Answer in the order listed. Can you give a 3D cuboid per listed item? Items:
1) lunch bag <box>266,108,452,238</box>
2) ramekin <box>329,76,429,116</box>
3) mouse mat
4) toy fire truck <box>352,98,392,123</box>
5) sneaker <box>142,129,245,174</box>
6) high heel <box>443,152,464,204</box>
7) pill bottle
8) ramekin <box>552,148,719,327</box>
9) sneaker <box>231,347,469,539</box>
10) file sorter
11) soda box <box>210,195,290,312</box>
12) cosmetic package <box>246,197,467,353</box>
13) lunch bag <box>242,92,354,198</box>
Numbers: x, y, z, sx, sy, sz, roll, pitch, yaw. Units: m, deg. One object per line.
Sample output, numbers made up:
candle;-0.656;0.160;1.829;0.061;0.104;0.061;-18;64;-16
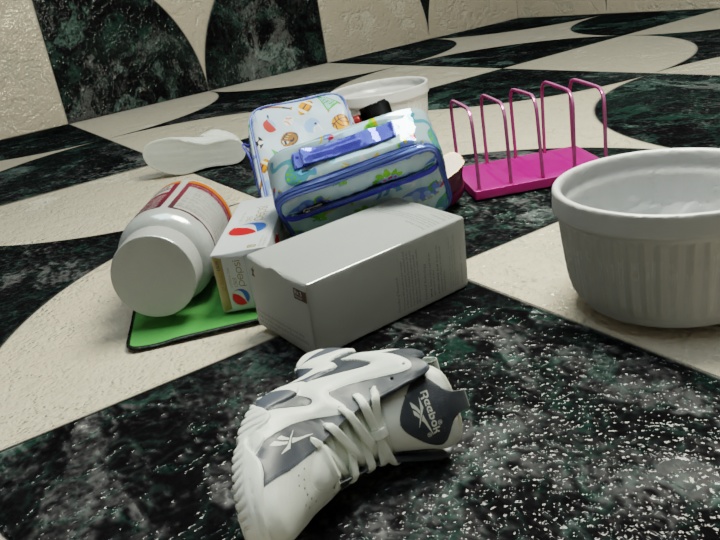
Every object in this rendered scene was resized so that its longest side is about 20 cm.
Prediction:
lunch bag;0.000;-0.098;0.870;0.198;0.161;0.083;-18;62;3
ramekin;0.040;-0.304;1.471;0.198;0.106;0.200;-9;21;4
mouse mat;-0.158;0.034;0.849;0.198;0.008;0.161;-14;22;-7
toy fire truck;-0.036;-0.217;1.269;0.199;0.130;0.176;-22;9;9
sneaker;-0.335;-0.242;1.533;0.198;0.074;0.116;-3;19;-11
high heel;0.058;-0.073;0.998;0.199;0.096;0.068;-30;66;-13
pill bottle;-0.214;-0.029;0.872;0.108;0.111;0.200;-8;21;3
ramekin;0.274;-0.032;0.674;0.198;0.106;0.200;-8;22;3
sneaker;0.005;0.105;0.500;0.128;0.080;0.199;-12;10;18
file sorter;0.238;-0.196;1.088;0.198;0.127;0.139;-11;21;-3
soda box;-0.119;-0.026;0.878;0.063;0.069;0.200;-9;21;4
cosmetic package;0.000;0.000;0.761;0.199;0.082;0.113;-24;29;-29
lunch bag;-0.075;-0.147;1.041;0.159;0.076;0.201;-14;63;-2
